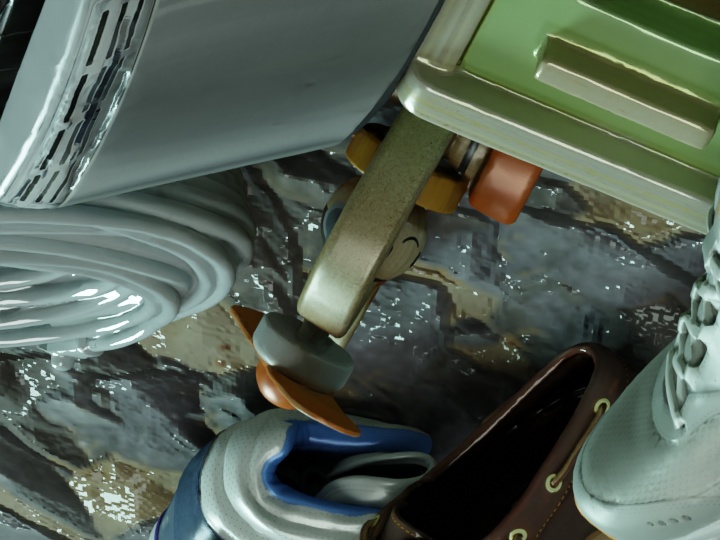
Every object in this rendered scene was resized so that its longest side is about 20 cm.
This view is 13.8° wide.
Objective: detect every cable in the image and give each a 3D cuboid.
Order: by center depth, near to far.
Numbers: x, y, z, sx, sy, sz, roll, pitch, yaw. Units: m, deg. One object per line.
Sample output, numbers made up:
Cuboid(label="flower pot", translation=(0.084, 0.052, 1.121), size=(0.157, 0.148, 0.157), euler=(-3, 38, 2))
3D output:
Cuboid(label="cable", translation=(-0.134, -0.019, 1.028), size=(0.199, 0.070, 0.199), euler=(-14, 162, 42))

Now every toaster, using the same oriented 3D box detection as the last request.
Cuboid(label="toaster", translation=(-0.052, -0.096, 0.836), size=(0.129, 0.114, 0.200), euler=(-17, 157, -29))

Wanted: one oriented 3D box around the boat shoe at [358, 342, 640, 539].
Cuboid(label="boat shoe", translation=(0.032, 0.105, 1.117), size=(0.200, 0.070, 0.070), euler=(-45, 135, 2))

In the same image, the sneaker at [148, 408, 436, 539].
Cuboid(label="sneaker", translation=(0.016, 0.129, 1.205), size=(0.199, 0.081, 0.146), euler=(31, 145, -8))

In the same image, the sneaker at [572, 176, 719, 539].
Cuboid(label="sneaker", translation=(0.118, 0.003, 0.845), size=(0.092, 0.076, 0.200), euler=(26, 125, -31))

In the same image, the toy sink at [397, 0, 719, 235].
Cuboid(label="toy sink", translation=(0.093, -0.090, 0.881), size=(0.130, 0.112, 0.200), euler=(23, 143, -6))

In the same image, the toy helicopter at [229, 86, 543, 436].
Cuboid(label="toy helicopter", translation=(0.000, 0.000, 1.016), size=(0.079, 0.133, 0.200), euler=(27, 166, 1))
